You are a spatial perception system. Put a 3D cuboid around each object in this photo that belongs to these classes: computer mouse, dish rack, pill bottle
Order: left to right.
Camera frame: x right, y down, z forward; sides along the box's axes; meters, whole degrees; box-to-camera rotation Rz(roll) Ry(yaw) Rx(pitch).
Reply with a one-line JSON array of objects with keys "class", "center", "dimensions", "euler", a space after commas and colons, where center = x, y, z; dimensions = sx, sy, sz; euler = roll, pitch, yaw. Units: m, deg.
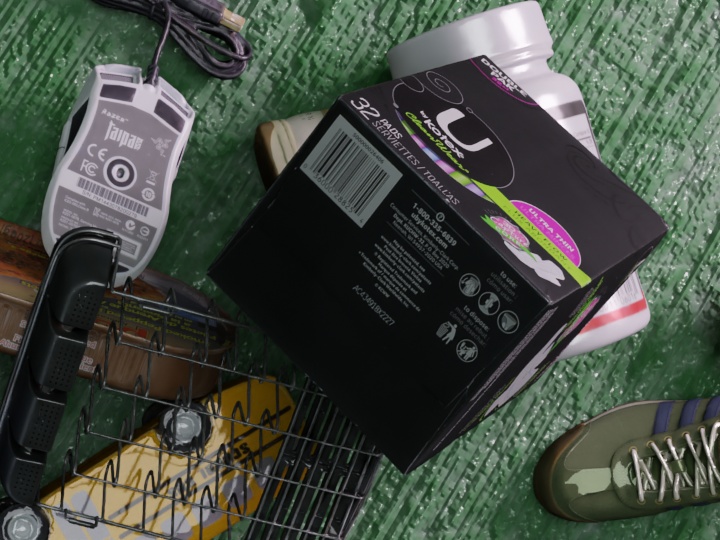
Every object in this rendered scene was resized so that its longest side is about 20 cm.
[{"class": "computer mouse", "center": [-0.136, -0.079, 1.243], "dimensions": [0.109, 0.044, 0.202], "euler": [25, 65, -17]}, {"class": "dish rack", "center": [-0.086, 0.077, 1.149], "dimensions": [0.198, 0.055, 0.154], "euler": [16, 114, -14]}, {"class": "pill bottle", "center": [0.088, -0.047, 1.273], "dimensions": [0.113, 0.114, 0.202], "euler": [-18, 90, -15]}]

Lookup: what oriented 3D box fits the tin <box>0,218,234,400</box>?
[{"class": "tin", "center": [-0.166, 0.019, 1.204], "dimensions": [0.198, 0.112, 0.042], "euler": [19, 104, -12]}]

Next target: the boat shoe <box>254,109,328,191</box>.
[{"class": "boat shoe", "center": [0.000, 0.000, 1.267], "dimensions": [0.066, 0.074, 0.202], "euler": [-20, 91, -9]}]

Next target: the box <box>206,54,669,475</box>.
[{"class": "box", "center": [0.045, -0.011, 1.121], "dimensions": [0.149, 0.200, 0.125], "euler": [45, 114, 10]}]

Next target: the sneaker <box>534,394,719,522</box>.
[{"class": "sneaker", "center": [0.209, 0.107, 1.304], "dimensions": [0.198, 0.090, 0.068], "euler": [-11, 89, -15]}]

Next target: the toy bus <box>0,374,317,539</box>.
[{"class": "toy bus", "center": [-0.125, 0.129, 1.230], "dimensions": [0.199, 0.065, 0.079], "euler": [-32, 96, -15]}]
